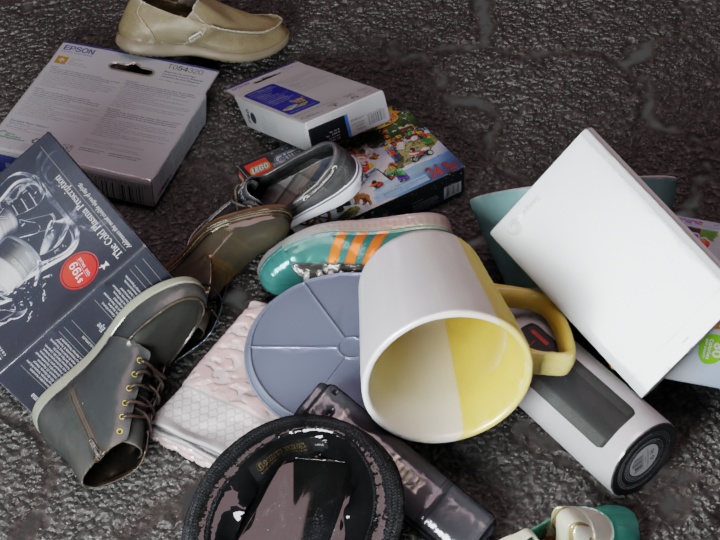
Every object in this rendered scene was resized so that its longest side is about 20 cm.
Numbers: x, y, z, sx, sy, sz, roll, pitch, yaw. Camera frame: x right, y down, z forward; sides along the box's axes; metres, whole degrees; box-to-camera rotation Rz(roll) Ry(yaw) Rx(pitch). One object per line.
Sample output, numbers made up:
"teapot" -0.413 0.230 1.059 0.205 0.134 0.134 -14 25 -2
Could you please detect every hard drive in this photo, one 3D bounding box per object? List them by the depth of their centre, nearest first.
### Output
"hard drive" 0.225 -0.007 1.586 0.200 0.132 0.026 48 22 13

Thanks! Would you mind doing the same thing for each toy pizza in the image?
"toy pizza" -0.008 0.081 1.658 0.198 0.032 0.202 0 46 0

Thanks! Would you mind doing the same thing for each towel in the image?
"towel" -0.068 0.123 1.662 0.198 0.032 0.191 24 50 23

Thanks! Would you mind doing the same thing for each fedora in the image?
"fedora" -0.050 0.224 1.505 0.198 0.092 0.203 -5 59 9

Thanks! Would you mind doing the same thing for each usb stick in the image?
"usb stick" 0.029 0.175 1.555 0.199 0.033 0.056 39 80 9

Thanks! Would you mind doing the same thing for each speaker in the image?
"speaker" 0.188 0.111 1.630 0.081 0.082 0.200 -28 50 -24

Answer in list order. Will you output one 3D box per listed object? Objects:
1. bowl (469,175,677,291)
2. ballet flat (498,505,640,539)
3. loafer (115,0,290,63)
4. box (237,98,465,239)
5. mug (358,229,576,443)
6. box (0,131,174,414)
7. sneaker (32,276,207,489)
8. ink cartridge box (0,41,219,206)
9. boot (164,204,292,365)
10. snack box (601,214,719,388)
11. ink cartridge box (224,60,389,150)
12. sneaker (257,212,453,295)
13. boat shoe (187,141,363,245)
"bowl" 0.207 -0.025 1.712 0.198 0.201 0.106 -6 88 -3
"ballet flat" 0.157 0.238 1.508 0.199 0.071 0.067 -25 48 -22
"loafer" -0.174 -0.276 2.020 0.198 0.068 0.076 -3 28 -17
"box" -0.010 -0.095 1.874 0.199 0.038 0.137 -25 49 -21
"mug" 0.075 0.053 1.587 0.149 0.186 0.154 -43 35 22
"box" -0.294 0.006 1.696 0.182 0.104 0.200 -42 52 -4
"sneaker" -0.195 0.104 1.624 0.200 0.075 0.106 -46 50 0
"ink cartridge box" -0.274 -0.161 1.951 0.194 0.044 0.201 12 43 14
"boot" -0.141 0.018 1.730 0.199 0.075 0.098 -29 56 6
"snack box" 0.330 0.032 1.629 0.198 0.144 0.053 10 12 -6
"ink cartridge box" -0.060 -0.177 1.930 0.099 0.040 0.200 -25 27 -21
"sneaker" 0.000 0.000 1.755 0.198 0.072 0.080 -12 50 -2
"boat shoe" -0.093 -0.067 1.781 0.198 0.066 0.070 -25 53 13
